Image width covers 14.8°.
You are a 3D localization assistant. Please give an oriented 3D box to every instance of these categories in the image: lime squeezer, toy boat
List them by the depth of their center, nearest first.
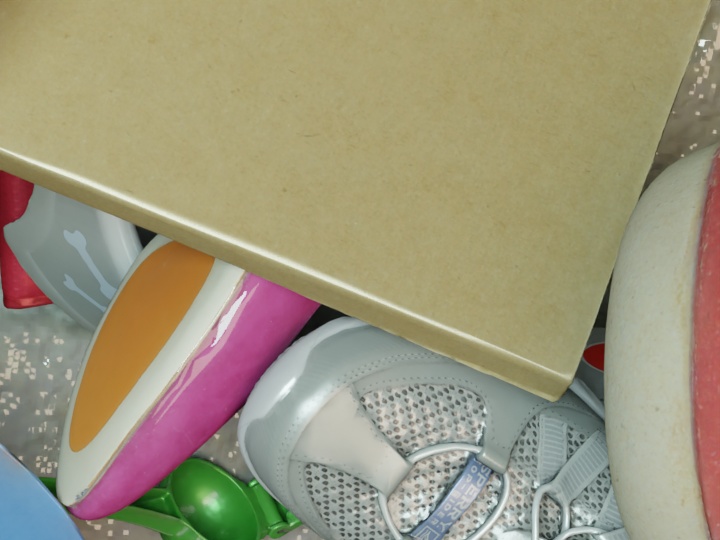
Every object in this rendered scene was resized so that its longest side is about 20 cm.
[{"bbox_3d":[0.150,0.045,0.694,0.131,0.131,0.200,-20,129,32],"label":"toy boat"},{"bbox_3d":[-0.024,0.057,0.868,0.200,0.038,0.071,-14,135,-24],"label":"lime squeezer"}]

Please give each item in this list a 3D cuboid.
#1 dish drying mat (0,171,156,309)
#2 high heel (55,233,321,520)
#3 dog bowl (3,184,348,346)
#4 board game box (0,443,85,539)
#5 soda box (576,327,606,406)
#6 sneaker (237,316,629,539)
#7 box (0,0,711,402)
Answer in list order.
[{"bbox_3d":[-0.071,-0.089,0.806,0.077,0.018,0.201,-9,114,-26],"label":"dish drying mat"},{"bbox_3d":[0.000,0.000,0.761,0.096,0.067,0.200,40,72,-27],"label":"high heel"},{"bbox_3d":[-0.011,-0.054,0.809,0.200,0.059,0.201,-13,116,-28],"label":"dog bowl"},{"bbox_3d":[-0.162,0.100,0.763,0.158,0.039,0.200,40,111,-20],"label":"board game box"},{"bbox_3d":[0.110,0.059,0.820,0.199,0.063,0.068,2,109,-12],"label":"soda box"},{"bbox_3d":[0.059,0.077,0.735,0.200,0.082,0.075,30,102,-21],"label":"sneaker"},{"bbox_3d":[-0.012,-0.077,0.720,0.200,0.021,0.164,22,71,-1],"label":"box"}]
